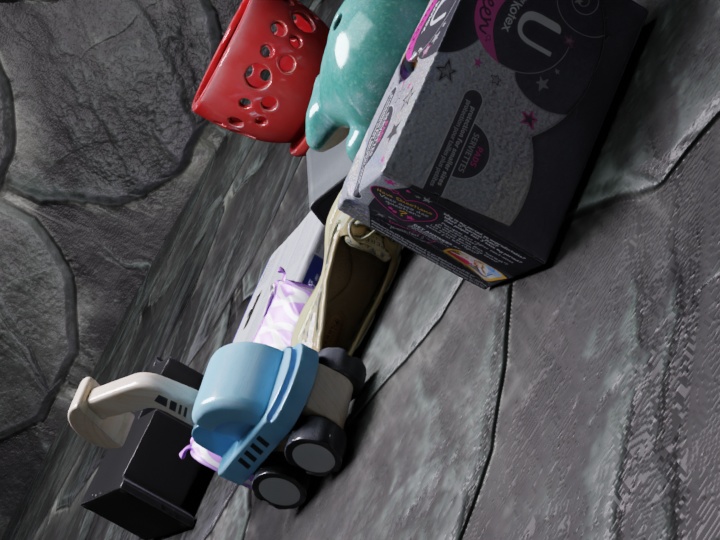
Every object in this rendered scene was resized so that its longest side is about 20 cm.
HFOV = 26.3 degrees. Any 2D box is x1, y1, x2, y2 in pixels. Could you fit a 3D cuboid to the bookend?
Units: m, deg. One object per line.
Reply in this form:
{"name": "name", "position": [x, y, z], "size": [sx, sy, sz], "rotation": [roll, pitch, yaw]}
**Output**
{"name": "bookend", "position": [-0.212, 0.188, 1.734], "size": [0.201, 0.092, 0.199], "rotation": [-65, 14, -23]}

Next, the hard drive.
{"name": "hard drive", "position": [0.007, -0.125, 1.561], "size": [0.139, 0.033, 0.200], "rotation": [-38, 17, 10]}

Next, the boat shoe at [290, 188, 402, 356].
{"name": "boat shoe", "position": [0.000, 0.000, 1.347], "size": [0.063, 0.073, 0.202], "rotation": [-160, 88, -72]}

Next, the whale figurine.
{"name": "whale figurine", "position": [0.004, -0.159, 1.202], "size": [0.199, 0.103, 0.160], "rotation": [-18, 53, 56]}

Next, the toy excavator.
{"name": "toy excavator", "position": [-0.122, 0.111, 1.271], "size": [0.195, 0.199, 0.100], "rotation": [-49, 17, 45]}

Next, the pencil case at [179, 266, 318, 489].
{"name": "pencil case", "position": [-0.082, 0.100, 1.410], "size": [0.201, 0.085, 0.084], "rotation": [-63, 14, -4]}

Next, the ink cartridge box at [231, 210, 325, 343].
{"name": "ink cartridge box", "position": [-0.073, 0.020, 1.646], "size": [0.200, 0.040, 0.201], "rotation": [-45, 19, 53]}

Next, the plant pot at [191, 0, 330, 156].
{"name": "plant pot", "position": [-0.109, -0.262, 2.084], "size": [0.201, 0.182, 0.201], "rotation": [-56, 14, 21]}

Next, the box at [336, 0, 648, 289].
{"name": "box", "position": [0.089, -0.111, 1.056], "size": [0.201, 0.131, 0.115], "rotation": [-66, 11, -17]}
